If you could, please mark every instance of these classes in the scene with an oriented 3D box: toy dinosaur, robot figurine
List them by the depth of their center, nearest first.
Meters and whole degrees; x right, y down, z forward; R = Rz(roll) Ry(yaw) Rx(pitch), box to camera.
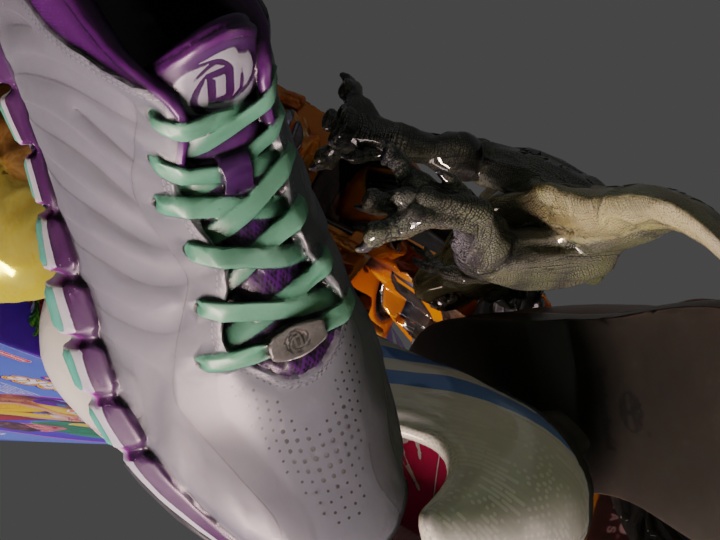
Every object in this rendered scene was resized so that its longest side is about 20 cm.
[{"bbox_3d":[0.037,-0.015,0.764,0.088,0.048,0.200,19,176,-17],"label":"toy dinosaur"},{"bbox_3d":[0.000,0.000,0.952,0.145,0.058,0.200,26,171,24],"label":"robot figurine"}]

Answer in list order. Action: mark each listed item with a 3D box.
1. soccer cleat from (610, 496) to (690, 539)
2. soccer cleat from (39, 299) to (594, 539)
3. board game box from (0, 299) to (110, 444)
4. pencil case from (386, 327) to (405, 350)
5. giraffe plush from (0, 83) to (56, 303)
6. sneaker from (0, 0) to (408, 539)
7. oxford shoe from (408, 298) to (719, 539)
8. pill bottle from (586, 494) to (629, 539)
[{"bbox_3d":[0.163,0.099,0.941,0.200,0.068,0.073,34,-160,29],"label":"soccer cleat"},{"bbox_3d":[-0.030,0.039,0.828,0.200,0.070,0.086,20,-158,35],"label":"soccer cleat"},{"bbox_3d":[-0.123,0.021,1.000,0.134,0.045,0.200,0,168,26],"label":"board game box"},{"bbox_3d":[-0.025,0.039,1.258,0.086,0.084,0.200,60,179,15],"label":"pencil case"},{"bbox_3d":[-0.164,-0.085,0.777,0.173,0.199,0.163,52,155,46],"label":"giraffe plush"},{"bbox_3d":[-0.040,-0.016,0.713,0.200,0.074,0.088,63,160,-5],"label":"sneaker"},{"bbox_3d":[0.103,0.036,0.813,0.071,0.072,0.200,-12,-164,-40],"label":"oxford shoe"},{"bbox_3d":[0.074,0.113,1.046,0.199,0.110,0.109,2,160,25],"label":"pill bottle"}]
